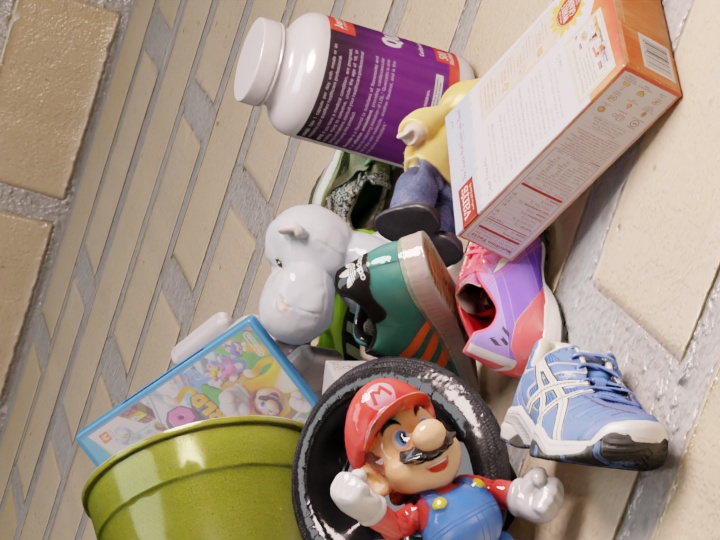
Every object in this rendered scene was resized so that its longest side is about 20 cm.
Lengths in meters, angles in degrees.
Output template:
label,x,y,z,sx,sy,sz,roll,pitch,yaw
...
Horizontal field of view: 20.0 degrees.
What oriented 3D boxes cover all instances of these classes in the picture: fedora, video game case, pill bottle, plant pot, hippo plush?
label,x,y,z,sx,sy,sz,roll,pitch,yaw
fedora,0.046,0.160,1.525,0.200,0.092,0.201,-11,72,37
video game case,-0.129,0.147,1.778,0.200,0.143,0.018,-34,11,18
pill bottle,-0.006,-0.161,1.817,0.112,0.200,0.113,-165,90,-72
plant pot,-0.101,0.245,1.596,0.200,0.200,0.193,-54,44,48
hippo plush,0.000,0.000,1.735,0.159,0.160,0.200,170,113,-71

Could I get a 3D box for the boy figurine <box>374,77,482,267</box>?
label,x,y,z,sx,sy,sz,roll,pitch,yaw
boy figurine,0.076,-0.083,1.680,0.064,0.124,0.200,-18,31,36

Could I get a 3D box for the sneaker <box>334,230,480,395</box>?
label,x,y,z,sx,sy,sz,roll,pitch,yaw
sneaker,0.038,0.042,1.570,0.200,0.080,0.071,63,-163,-50

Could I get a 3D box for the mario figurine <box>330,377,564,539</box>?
label,x,y,z,sx,sy,sz,roll,pitch,yaw
mario figurine,0.061,0.155,1.381,0.106,0.123,0.200,-42,73,22

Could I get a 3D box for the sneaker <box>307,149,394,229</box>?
label,x,y,z,sx,sy,sz,roll,pitch,yaw
sneaker,0.016,-0.110,1.953,0.089,0.077,0.200,43,123,55

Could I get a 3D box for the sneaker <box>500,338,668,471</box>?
label,x,y,z,sx,sy,sz,roll,pitch,yaw
sneaker,0.145,0.089,1.361,0.200,0.076,0.077,-169,90,-71

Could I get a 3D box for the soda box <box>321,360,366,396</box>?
label,x,y,z,sx,sy,sz,roll,pitch,yaw
soda box,-0.003,0.178,1.691,0.068,0.064,0.200,-121,34,-65

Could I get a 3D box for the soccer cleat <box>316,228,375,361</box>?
label,x,y,z,sx,sy,sz,roll,pitch,yaw
soccer cleat,-0.007,0.058,1.877,0.067,0.081,0.200,25,122,51

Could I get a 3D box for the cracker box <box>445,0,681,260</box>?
label,x,y,z,sx,sy,sz,roll,pitch,yaw
cracker box,0.145,-0.120,1.511,0.200,0.058,0.134,-45,32,36

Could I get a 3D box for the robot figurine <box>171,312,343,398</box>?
label,x,y,z,sx,sy,sz,roll,pitch,yaw
robot figurine,-0.109,0.119,1.836,0.200,0.113,0.170,-43,61,19

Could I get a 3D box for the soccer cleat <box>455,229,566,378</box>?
label,x,y,z,sx,sy,sz,roll,pitch,yaw
soccer cleat,0.104,0.004,1.561,0.200,0.073,0.068,-98,28,-50
